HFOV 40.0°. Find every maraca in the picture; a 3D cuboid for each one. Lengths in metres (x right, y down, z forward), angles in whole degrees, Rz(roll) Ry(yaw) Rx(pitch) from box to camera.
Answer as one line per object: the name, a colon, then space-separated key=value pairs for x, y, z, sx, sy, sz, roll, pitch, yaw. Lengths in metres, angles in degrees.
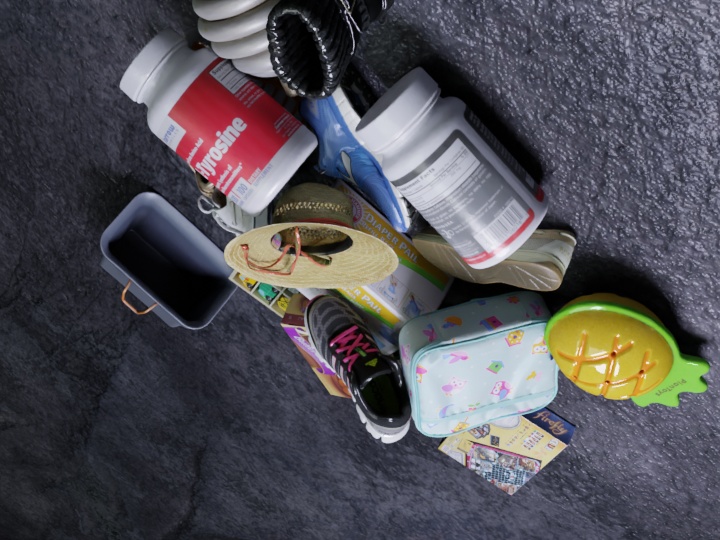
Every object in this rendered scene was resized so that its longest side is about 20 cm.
maraca: x=0.302 y=0.097 z=1.125 sx=0.199 sy=0.108 sz=0.137 roll=31 pitch=142 yaw=-14

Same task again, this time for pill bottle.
pill bottle: x=0.095 y=-0.108 z=1.046 sx=0.200 sy=0.114 sz=0.114 roll=45 pitch=143 yaw=-14
pill bottle: x=-0.153 y=-0.161 z=1.057 sx=0.200 sy=0.113 sz=0.112 roll=40 pitch=144 yaw=-5

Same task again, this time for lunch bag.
lunch bag: x=0.150 y=0.117 z=1.203 sx=0.198 sy=0.077 sz=0.162 roll=-12 pitch=125 yaw=-8

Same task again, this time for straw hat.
straw hat: x=-0.054 y=-0.051 z=1.118 sx=0.199 sy=0.086 sz=0.201 roll=3 pitch=157 yaw=1

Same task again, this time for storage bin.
storage bin: x=-0.305 y=0.006 z=1.490 sx=0.200 sy=0.146 sz=0.134 roll=42 pitch=154 yaw=-10

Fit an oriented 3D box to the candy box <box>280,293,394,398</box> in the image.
candy box: x=-0.020 y=0.115 z=1.414 sx=0.116 sy=0.057 sz=0.201 roll=8 pitch=149 yaw=28

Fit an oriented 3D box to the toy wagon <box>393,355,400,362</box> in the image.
toy wagon: x=0.068 y=0.139 z=1.315 sx=0.154 sy=0.040 sz=0.199 roll=-20 pitch=158 yaw=39

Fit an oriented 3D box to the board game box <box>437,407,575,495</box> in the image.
board game box: x=0.206 y=0.242 z=1.427 sx=0.135 sy=0.035 sz=0.200 roll=33 pitch=144 yaw=3

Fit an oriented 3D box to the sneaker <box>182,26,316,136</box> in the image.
sneaker: x=-0.120 y=-0.210 z=1.148 sx=0.199 sy=0.079 sz=0.077 roll=34 pitch=170 yaw=-4

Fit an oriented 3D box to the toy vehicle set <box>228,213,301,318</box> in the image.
toy vehicle set: x=-0.104 y=0.003 z=1.389 sx=0.124 sy=0.027 sz=0.200 roll=36 pitch=149 yaw=-6

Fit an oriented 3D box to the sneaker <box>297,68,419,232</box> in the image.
sneaker: x=0.000 y=-0.127 z=1.120 sx=0.089 sy=0.079 sz=0.201 roll=-23 pitch=109 yaw=31

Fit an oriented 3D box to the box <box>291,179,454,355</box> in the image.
box: x=0.000 y=0.000 z=1.255 sx=0.200 sy=0.102 sz=0.112 roll=40 pitch=145 yaw=-7

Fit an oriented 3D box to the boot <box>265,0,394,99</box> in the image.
boot: x=-0.052 y=-0.284 z=0.922 sx=0.079 sy=0.158 sz=0.212 roll=-7 pitch=128 yaw=42

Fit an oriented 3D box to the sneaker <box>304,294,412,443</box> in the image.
sneaker: x=0.003 y=0.111 z=1.186 sx=0.201 sy=0.073 sz=0.087 roll=59 pitch=161 yaw=7

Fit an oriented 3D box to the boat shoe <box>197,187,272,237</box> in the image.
boat shoe: x=-0.152 y=-0.084 z=1.195 sx=0.085 sy=0.075 sz=0.203 roll=2 pitch=138 yaw=0

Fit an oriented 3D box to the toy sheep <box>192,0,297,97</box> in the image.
toy sheep: x=-0.108 y=-0.269 z=1.015 sx=0.137 sy=0.138 sz=0.201 roll=-1 pitch=134 yaw=39

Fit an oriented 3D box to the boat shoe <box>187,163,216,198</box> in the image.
boat shoe: x=-0.188 y=-0.124 z=1.295 sx=0.071 sy=0.065 sz=0.201 roll=-1 pitch=133 yaw=39

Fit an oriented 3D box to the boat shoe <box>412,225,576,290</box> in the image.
boat shoe: x=0.152 y=-0.028 z=1.152 sx=0.199 sy=0.063 sz=0.073 roll=9 pitch=150 yaw=41
